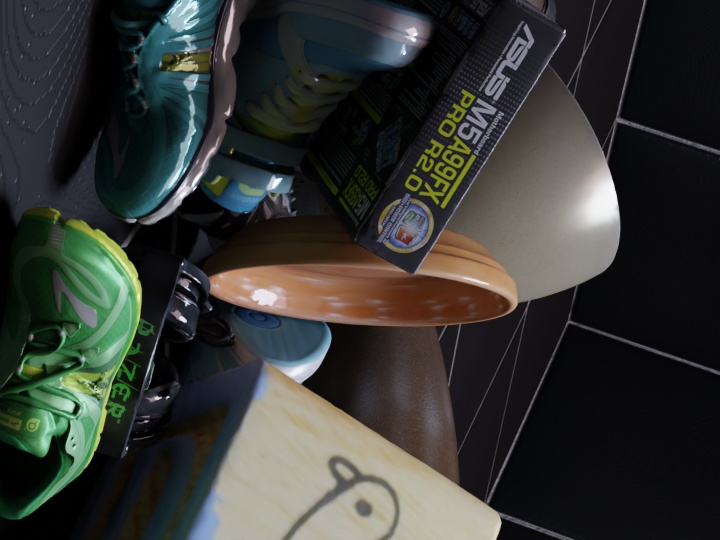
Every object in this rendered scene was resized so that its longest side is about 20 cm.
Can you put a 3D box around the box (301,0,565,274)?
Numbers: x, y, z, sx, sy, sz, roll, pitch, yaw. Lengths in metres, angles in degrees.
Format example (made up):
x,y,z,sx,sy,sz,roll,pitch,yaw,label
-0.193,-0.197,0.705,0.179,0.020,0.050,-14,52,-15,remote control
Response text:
x,y,z,sx,sy,sz,roll,pitch,yaw,label
0.034,-0.102,1.310,0.160,0.044,0.200,-59,-161,9,box

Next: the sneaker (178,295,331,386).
x,y,z,sx,sy,sz,roll,pitch,yaw,label
-0.079,0.078,1.547,0.200,0.079,0.131,-109,-143,-72,sneaker

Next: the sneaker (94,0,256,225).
x,y,z,sx,sy,sz,roll,pitch,yaw,label
-0.112,-0.126,1.234,0.080,0.077,0.200,14,90,-60,sneaker

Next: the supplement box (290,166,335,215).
x,y,z,sx,sy,sz,roll,pitch,yaw,label
-0.036,-0.088,1.610,0.200,0.073,0.126,82,28,-66,supplement box

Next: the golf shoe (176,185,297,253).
x,y,z,sx,sy,sz,roll,pitch,yaw,label
-0.091,-0.051,1.455,0.094,0.078,0.200,-39,153,-31,golf shoe

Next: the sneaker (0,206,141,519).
x,y,z,sx,sy,sz,roll,pitch,yaw,label
-0.166,0.056,1.207,0.084,0.074,0.200,-63,168,-52,sneaker

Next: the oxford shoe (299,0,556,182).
x,y,z,sx,sy,sz,roll,pitch,yaw,label
0.032,-0.135,1.449,0.200,0.073,0.084,-43,159,0,oxford shoe

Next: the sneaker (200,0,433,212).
x,y,z,sx,sy,sz,roll,pitch,yaw,label
-0.035,-0.094,1.284,0.200,0.079,0.131,10,-93,58,sneaker

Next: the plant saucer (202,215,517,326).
x,y,z,sx,sy,sz,roll,pitch,yaw,label
0.000,0.000,1.418,0.200,0.200,0.038,55,38,-77,plant saucer

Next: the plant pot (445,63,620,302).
x,y,z,sx,sy,sz,roll,pitch,yaw,label
0.062,-0.054,1.544,0.134,0.200,0.200,-29,151,-21,plant pot

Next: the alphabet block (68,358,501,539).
x,y,z,sx,sy,sz,roll,pitch,yaw,label
-0.064,0.199,1.441,0.196,0.200,0.196,-20,-138,58,alphabet block

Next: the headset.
x,y,z,sx,sy,sz,roll,pitch,yaw,label
-0.121,0.047,1.361,0.200,0.094,0.124,-108,-144,-81,headset

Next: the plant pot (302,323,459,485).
x,y,z,sx,sy,sz,roll,pitch,yaw,label
0.006,0.127,1.980,0.187,0.186,0.200,80,16,-69,plant pot
